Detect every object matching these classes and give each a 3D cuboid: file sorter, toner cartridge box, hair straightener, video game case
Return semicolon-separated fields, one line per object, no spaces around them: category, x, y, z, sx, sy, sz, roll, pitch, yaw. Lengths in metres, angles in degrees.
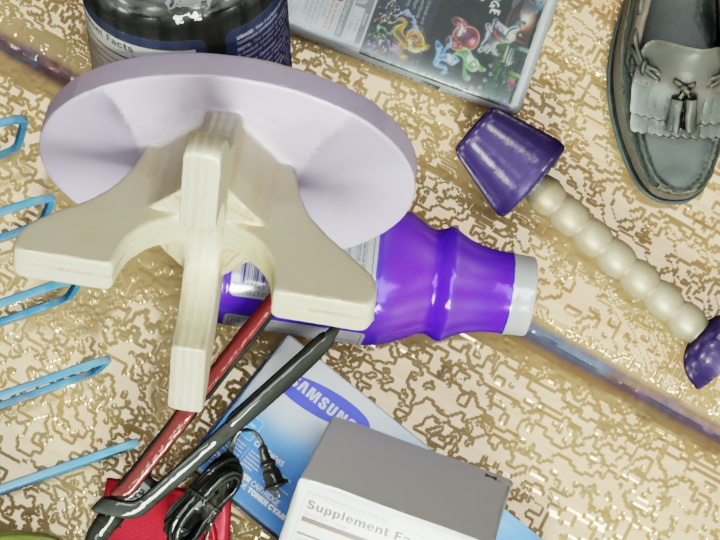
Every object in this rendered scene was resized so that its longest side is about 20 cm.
file sorter;-0.212;0.028;1.467;0.123;0.139;0.200;-19;87;-12
toner cartridge box;0.006;0.136;1.527;0.200;0.043;0.095;38;81;-2
hair straightener;-0.077;0.104;1.466;0.077;0.041;0.200;40;86;0
video game case;0.040;-0.214;1.575;0.182;0.023;0.200;20;82;-4

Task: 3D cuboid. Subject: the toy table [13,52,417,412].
toy table;-0.075;-0.029;1.389;0.200;0.184;0.117;0;43;8

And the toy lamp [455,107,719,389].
toy lamp;0.140;-0.017;1.551;0.200;0.058;0.058;41;82;-4

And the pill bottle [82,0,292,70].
pill bottle;-0.094;-0.136;1.448;0.112;0.200;0.112;-1;45;1

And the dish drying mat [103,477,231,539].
dish drying mat;-0.117;0.220;1.501;0.077;0.018;0.200;5;91;16

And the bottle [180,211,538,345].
bottle;0.000;0.000;1.526;0.200;0.065;0.084;8;70;-6

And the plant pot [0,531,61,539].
plant pot;-0.204;0.247;1.432;0.200;0.200;0.193;-10;74;-7

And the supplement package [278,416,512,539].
supplement package;-0.003;0.200;1.447;0.109;0.114;0.200;19;106;3

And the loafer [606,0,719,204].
loafer;0.184;-0.141;1.563;0.072;0.063;0.200;2;85;-6
